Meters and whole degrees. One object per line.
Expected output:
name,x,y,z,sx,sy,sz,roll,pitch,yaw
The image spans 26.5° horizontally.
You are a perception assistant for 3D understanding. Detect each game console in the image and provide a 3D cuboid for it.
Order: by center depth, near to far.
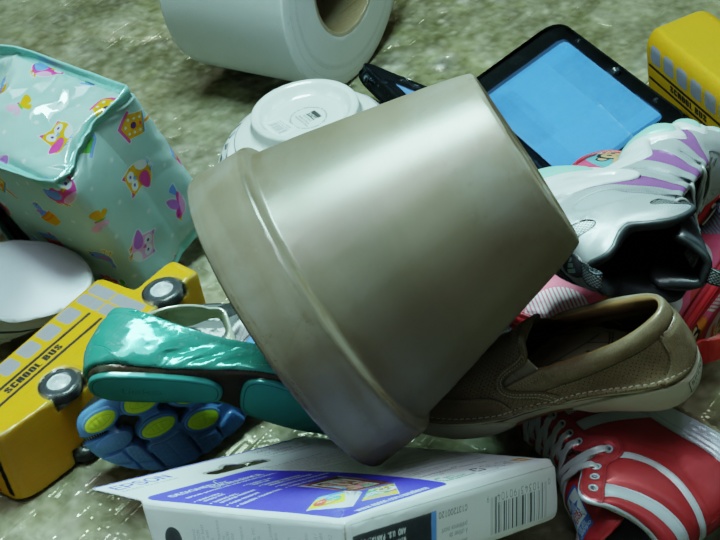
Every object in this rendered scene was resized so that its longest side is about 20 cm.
game console,0.124,-0.138,1.223,0.175,0.117,0.200,16,21,-37

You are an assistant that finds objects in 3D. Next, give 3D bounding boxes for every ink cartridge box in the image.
ink cartridge box,-0.020,0.136,0.896,0.198,0.044,0.197,1,5,40

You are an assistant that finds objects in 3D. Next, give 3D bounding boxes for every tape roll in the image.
tape roll,-0.070,-0.275,1.377,0.138,0.204,0.203,14,45,29

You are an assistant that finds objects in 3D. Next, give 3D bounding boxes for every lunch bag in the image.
lunch bag,0.192,0.010,1.066,0.175,0.083,0.200,21,49,28
lunch bag,-0.241,-0.079,1.192,0.198,0.171,0.123,18,66,31

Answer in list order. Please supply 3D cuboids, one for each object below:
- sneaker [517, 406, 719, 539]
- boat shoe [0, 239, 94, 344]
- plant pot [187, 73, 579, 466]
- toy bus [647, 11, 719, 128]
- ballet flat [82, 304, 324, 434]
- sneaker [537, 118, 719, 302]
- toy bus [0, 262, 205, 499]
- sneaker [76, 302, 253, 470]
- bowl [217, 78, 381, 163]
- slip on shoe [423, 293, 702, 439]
sneaker,0.131,0.117,0.950,0.199,0.072,0.112,24,46,33
boat shoe,-0.293,0.031,1.162,0.197,0.066,0.073,-13,60,3
plant pot,0.026,-0.016,0.888,0.173,0.200,0.201,-33,38,9
toy bus,0.301,-0.120,1.183,0.064,0.079,0.200,-21,39,-12
ballet flat,-0.079,0.058,0.993,0.197,0.068,0.071,10,62,-6
sneaker,0.199,-0.026,0.964,0.198,0.079,0.140,-23,35,-27
toy bus,-0.195,0.071,1.089,0.078,0.066,0.200,18,47,33
sneaker,-0.111,0.073,1.073,0.199,0.071,0.082,-31,31,-27
bowl,-0.038,-0.091,1.229,0.198,0.095,0.202,-7,38,5
slip on shoe,0.105,0.055,0.931,0.198,0.061,0.076,-6,43,30
